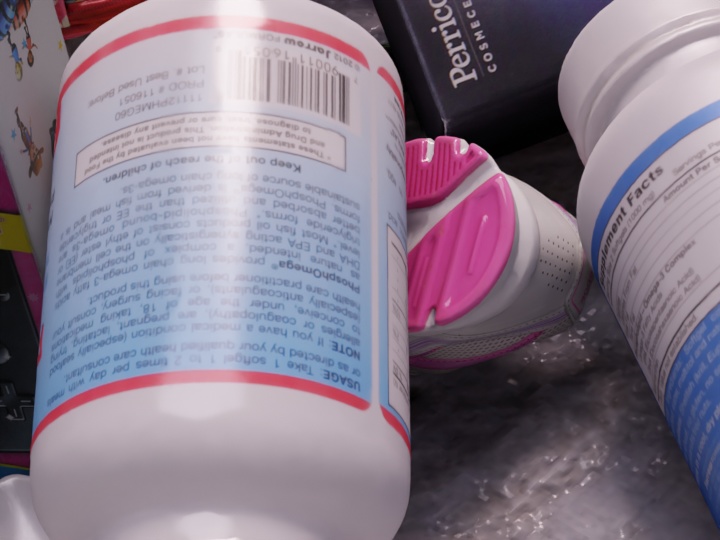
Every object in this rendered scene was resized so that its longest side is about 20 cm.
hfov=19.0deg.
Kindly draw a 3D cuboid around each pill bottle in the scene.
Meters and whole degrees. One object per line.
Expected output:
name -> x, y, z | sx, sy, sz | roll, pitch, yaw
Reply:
pill bottle -> 0.133, 0.000, 0.662 | 0.112, 0.112, 0.200 | -16, 49, -5
pill bottle -> -0.040, 0.026, 0.627 | 0.109, 0.109, 0.200 | -5, 59, 9

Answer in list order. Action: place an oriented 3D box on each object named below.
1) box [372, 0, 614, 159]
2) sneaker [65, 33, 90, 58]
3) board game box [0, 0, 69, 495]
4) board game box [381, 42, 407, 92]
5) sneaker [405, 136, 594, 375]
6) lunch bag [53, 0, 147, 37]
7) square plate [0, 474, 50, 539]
box -> 0.086, -0.165, 0.786 | 0.198, 0.123, 0.200 | -21, 83, 1
sneaker -> -0.139, -0.053, 0.835 | 0.071, 0.073, 0.200 | 16, 29, -30
board game box -> -0.162, -0.014, 0.707 | 0.147, 0.200, 0.064 | -1, 38, 14
board game box -> -0.049, -0.070, 0.810 | 0.105, 0.023, 0.200 | -2, 8, 14
sneaker -> 0.000, 0.000, 0.754 | 0.200, 0.088, 0.081 | 9, 80, 47
lunch bag -> -0.166, -0.151, 0.857 | 0.200, 0.082, 0.176 | -7, 31, 3
square plate -> -0.069, 0.152, 0.620 | 0.200, 0.028, 0.198 | 9, 44, 25
